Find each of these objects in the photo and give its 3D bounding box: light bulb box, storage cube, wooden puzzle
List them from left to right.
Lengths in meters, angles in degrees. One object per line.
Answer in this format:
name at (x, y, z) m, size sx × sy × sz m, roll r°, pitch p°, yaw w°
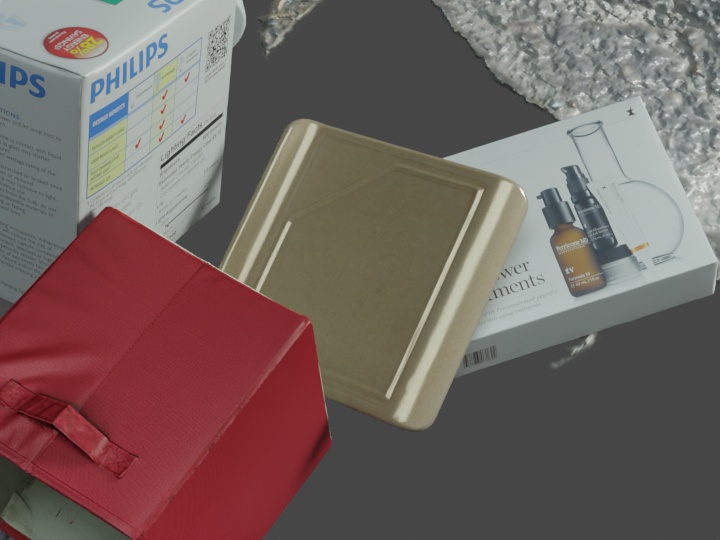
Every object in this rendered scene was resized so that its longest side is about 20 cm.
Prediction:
light bulb box at (-0.189, -0.105, 1.151) m, size 0.124 × 0.201 × 0.198 m, roll 21°, pitch 37°, yaw 17°
storage cube at (-0.140, 0.101, 1.073) m, size 0.171 × 0.200 × 0.180 m, roll 28°, pitch 62°, yaw 21°
wooden puzzle at (0.000, 0.000, 1.167) m, size 0.199 × 0.037 × 0.186 m, roll 20°, pitch 80°, yaw 30°

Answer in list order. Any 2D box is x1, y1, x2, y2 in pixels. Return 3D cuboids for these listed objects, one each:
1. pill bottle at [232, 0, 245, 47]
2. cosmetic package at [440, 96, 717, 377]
pill bottle at (-0.157, -0.267, 1.323) m, size 0.113 × 0.113 × 0.201 m, roll -15°, pitch 60°, yaw -1°
cosmetic package at (0.134, -0.026, 1.189) m, size 0.199 × 0.052 × 0.151 m, roll -18°, pitch 58°, yaw -2°
